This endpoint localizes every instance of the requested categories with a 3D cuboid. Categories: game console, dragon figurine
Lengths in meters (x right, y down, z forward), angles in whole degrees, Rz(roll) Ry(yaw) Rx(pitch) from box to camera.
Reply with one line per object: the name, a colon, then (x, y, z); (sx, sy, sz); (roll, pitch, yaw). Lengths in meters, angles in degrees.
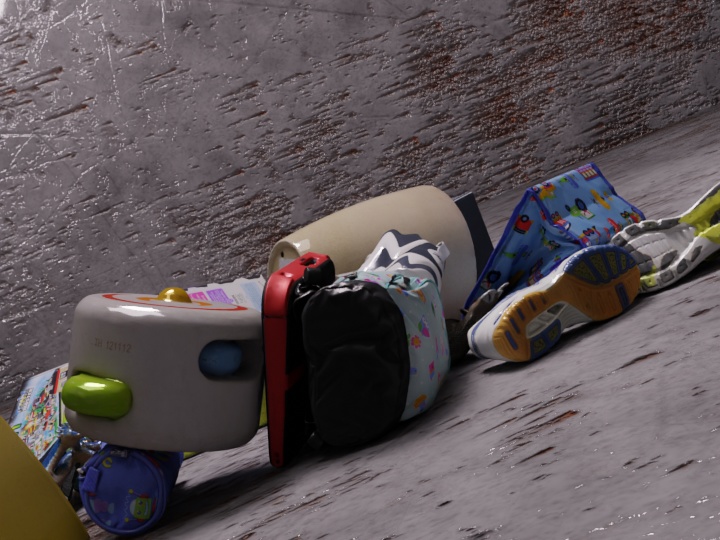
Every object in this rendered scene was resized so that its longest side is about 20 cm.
game console: (-0.060, 0.080, 1.309); (0.031, 0.178, 0.200); (4, 10, 12)
dragon figurine: (-0.344, 0.225, 1.356); (0.200, 0.059, 0.100); (-31, 26, 19)

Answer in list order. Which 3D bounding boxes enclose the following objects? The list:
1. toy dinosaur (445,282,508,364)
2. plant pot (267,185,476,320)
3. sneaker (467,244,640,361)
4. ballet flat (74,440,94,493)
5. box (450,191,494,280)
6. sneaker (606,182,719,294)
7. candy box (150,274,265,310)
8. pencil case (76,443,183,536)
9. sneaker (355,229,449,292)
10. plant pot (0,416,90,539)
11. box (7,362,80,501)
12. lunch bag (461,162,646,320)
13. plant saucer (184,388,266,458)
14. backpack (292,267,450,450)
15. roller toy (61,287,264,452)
toy dinosaur: (0.078, 0.078, 1.444); (0.102, 0.077, 0.200); (-10, -9, -37)
plant pot: (0.000, 0.000, 1.561); (0.199, 0.188, 0.187); (-6, -5, -33)
sneaker: (0.191, 0.030, 1.346); (0.199, 0.076, 0.088); (-23, 4, -29)
ballet flat: (-0.283, 0.220, 1.500); (0.063, 0.069, 0.200); (8, -6, -25)
box: (0.069, 0.004, 1.743); (0.199, 0.149, 0.107); (-18, 6, 33)
sneaker: (0.341, -0.023, 1.420); (0.199, 0.075, 0.085); (-26, -21, 3)
candy box: (-0.219, 0.100, 1.752); (0.199, 0.072, 0.168); (-12, -37, -38)
pencil case: (-0.218, 0.191, 1.279); (0.078, 0.087, 0.200); (-64, 4, 1)
sneaker: (0.015, 0.019, 1.450); (0.199, 0.080, 0.130); (-32, 10, 35)
plant pot: (-0.401, 0.220, 1.209); (0.199, 0.177, 0.200); (-19, 5, 25)
box: (-0.351, 0.194, 1.487); (0.110, 0.035, 0.201); (-21, 39, 26)
lunch bag: (0.195, -0.008, 1.485); (0.150, 0.094, 0.200); (-22, -24, -50)
plant saucer: (-0.176, 0.168, 1.592); (0.199, 0.048, 0.200); (-22, 4, -9)
backpack: (0.015, 0.074, 1.273); (0.126, 0.168, 0.200); (2, 7, 12)
roller toy: (-0.179, 0.086, 1.254); (0.181, 0.141, 0.200); (6, 2, -8)
